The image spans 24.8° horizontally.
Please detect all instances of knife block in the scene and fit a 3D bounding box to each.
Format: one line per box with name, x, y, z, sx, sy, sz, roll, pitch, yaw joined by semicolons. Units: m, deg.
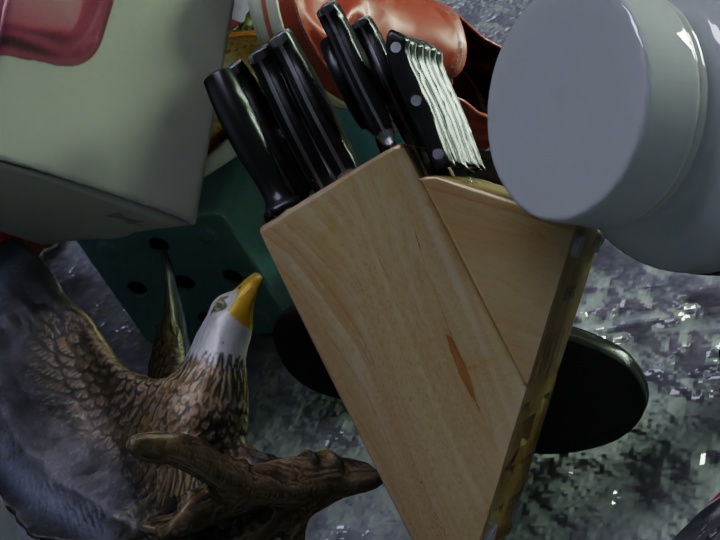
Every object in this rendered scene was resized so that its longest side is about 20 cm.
knife block;0.000;0.000;0.661;0.175;0.201;0.064;18;7;18

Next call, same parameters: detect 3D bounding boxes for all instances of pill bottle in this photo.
pill bottle;0.149;-0.053;0.608;0.199;0.112;0.111;3;17;-35

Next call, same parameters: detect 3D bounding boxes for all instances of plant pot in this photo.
plant pot;-0.070;-0.067;0.887;0.141;0.142;0.201;-6;45;25

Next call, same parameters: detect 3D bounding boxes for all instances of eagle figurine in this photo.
eagle figurine;-0.086;0.063;0.698;0.151;0.152;0.200;-41;37;-25

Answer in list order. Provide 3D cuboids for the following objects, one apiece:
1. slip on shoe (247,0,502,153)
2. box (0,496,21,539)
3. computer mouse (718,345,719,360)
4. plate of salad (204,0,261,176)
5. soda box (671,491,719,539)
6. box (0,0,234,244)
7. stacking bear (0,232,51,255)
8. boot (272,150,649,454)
slip on shoe;0.017;-0.105;0.763;0.061;0.200;0.074;-20;64;32
box;-0.234;0.145;0.615;0.130;0.201;0.199;31;59;30
computer mouse;0.161;0.024;0.617;0.058;0.034;0.200;-26;-2;11
plate of salad;-0.104;-0.118;0.824;0.199;0.048;0.201;-15;51;19
soda box;0.165;0.090;0.565;0.200;0.063;0.071;-39;0;-21
box;-0.132;-0.123;0.717;0.128;0.109;0.201;-5;71;49
stacking bear;-0.227;-0.028;0.894;0.121;0.114;0.200;-30;14;-9
boot;0.070;-0.003;0.775;0.199;0.070;0.174;11;39;32
